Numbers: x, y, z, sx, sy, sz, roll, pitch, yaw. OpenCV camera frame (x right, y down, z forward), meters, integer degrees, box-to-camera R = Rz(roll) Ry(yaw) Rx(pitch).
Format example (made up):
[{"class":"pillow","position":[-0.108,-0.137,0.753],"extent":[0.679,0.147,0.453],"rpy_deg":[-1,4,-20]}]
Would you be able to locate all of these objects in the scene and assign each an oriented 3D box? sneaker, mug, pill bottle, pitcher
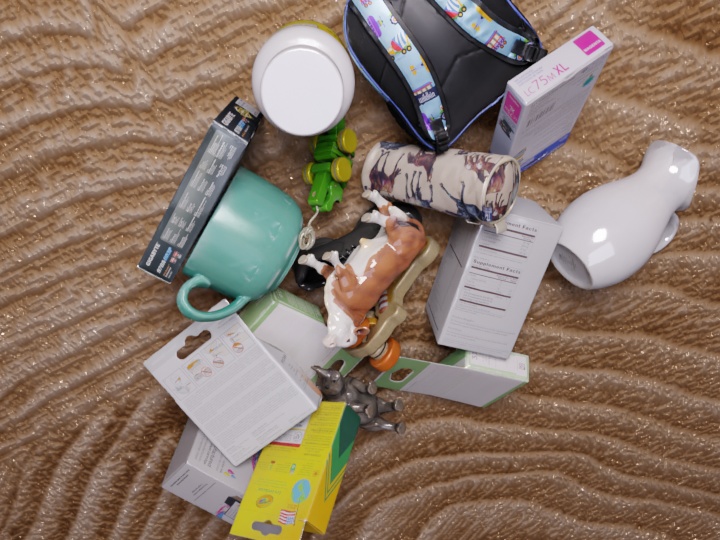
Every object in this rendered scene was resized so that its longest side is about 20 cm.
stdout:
[{"class":"sneaker","position":[-0.003,-0.024,0.801],"extent":[0.199,0.091,0.076],"rpy_deg":[-29,112,8]},{"class":"mug","position":[-0.150,-0.025,0.751],"extent":[0.114,0.152,0.186],"rpy_deg":[29,99,-16]},{"class":"pill bottle","position":[-0.062,-0.213,0.646],"extent":[0.110,0.201,0.113],"rpy_deg":[-1,117,-3]},{"class":"pitcher","position":[0.360,-0.051,0.794],"extent":[0.199,0.121,0.172],"rpy_deg":[-38,130,-9]}]

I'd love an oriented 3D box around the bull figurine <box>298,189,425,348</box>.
[{"class":"bull figurine","position":[0.000,0.000,0.727],"extent":[0.200,0.065,0.122],"rpy_deg":[-49,126,-14]}]

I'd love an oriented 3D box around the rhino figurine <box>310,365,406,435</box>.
[{"class":"rhino figurine","position":[-0.013,0.192,0.883],"extent":[0.087,0.060,0.200],"rpy_deg":[-5,145,40]}]

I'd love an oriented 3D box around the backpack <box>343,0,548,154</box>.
[{"class":"backpack","position":[0.079,-0.266,0.666],"extent":[0.182,0.135,0.200],"rpy_deg":[-42,111,15]}]

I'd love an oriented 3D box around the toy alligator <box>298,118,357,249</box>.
[{"class":"toy alligator","position":[-0.038,-0.114,0.743],"extent":[0.059,0.202,0.054],"rpy_deg":[1,163,36]}]

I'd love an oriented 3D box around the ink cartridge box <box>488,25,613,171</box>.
[{"class":"ink cartridge box","position":[0.216,-0.186,0.702],"extent":[0.119,0.200,0.042],"rpy_deg":[-34,71,-6]}]

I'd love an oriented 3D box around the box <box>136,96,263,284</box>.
[{"class":"box","position":[-0.190,-0.103,0.713],"extent":[0.046,0.159,0.201],"rpy_deg":[29,111,-15]}]

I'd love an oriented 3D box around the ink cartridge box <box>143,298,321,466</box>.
[{"class":"ink cartridge box","position":[-0.177,0.154,0.816],"extent":[0.162,0.050,0.201],"rpy_deg":[-36,98,13]}]

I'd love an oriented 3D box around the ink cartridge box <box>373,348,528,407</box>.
[{"class":"ink cartridge box","position":[0.129,0.151,0.876],"extent":[0.198,0.048,0.146],"rpy_deg":[14,150,-10]}]

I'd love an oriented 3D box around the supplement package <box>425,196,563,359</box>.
[{"class":"supplement package","position":[0.178,0.001,0.811],"extent":[0.108,0.114,0.202],"rpy_deg":[12,114,-9]}]

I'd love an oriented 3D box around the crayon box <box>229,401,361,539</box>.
[{"class":"crayon box","position":[-0.088,0.283,0.817],"extent":[0.126,0.201,0.051],"rpy_deg":[-6,137,34]}]

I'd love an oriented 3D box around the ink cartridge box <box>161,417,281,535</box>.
[{"class":"ink cartridge box","position":[-0.183,0.303,0.907],"extent":[0.199,0.145,0.084],"rpy_deg":[37,120,-19]}]

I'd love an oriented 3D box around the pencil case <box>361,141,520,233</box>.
[{"class":"pencil case","position":[0.093,-0.107,0.721],"extent":[0.077,0.199,0.091],"rpy_deg":[-12,113,-48]}]

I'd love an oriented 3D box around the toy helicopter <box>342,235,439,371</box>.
[{"class":"toy helicopter","position":[0.040,0.034,0.825],"extent":[0.079,0.132,0.201],"rpy_deg":[38,89,-23]}]

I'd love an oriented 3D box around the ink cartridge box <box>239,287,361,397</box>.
[{"class":"ink cartridge box","position":[-0.102,0.118,0.880],"extent":[0.199,0.048,0.146],"rpy_deg":[29,112,-39]}]
